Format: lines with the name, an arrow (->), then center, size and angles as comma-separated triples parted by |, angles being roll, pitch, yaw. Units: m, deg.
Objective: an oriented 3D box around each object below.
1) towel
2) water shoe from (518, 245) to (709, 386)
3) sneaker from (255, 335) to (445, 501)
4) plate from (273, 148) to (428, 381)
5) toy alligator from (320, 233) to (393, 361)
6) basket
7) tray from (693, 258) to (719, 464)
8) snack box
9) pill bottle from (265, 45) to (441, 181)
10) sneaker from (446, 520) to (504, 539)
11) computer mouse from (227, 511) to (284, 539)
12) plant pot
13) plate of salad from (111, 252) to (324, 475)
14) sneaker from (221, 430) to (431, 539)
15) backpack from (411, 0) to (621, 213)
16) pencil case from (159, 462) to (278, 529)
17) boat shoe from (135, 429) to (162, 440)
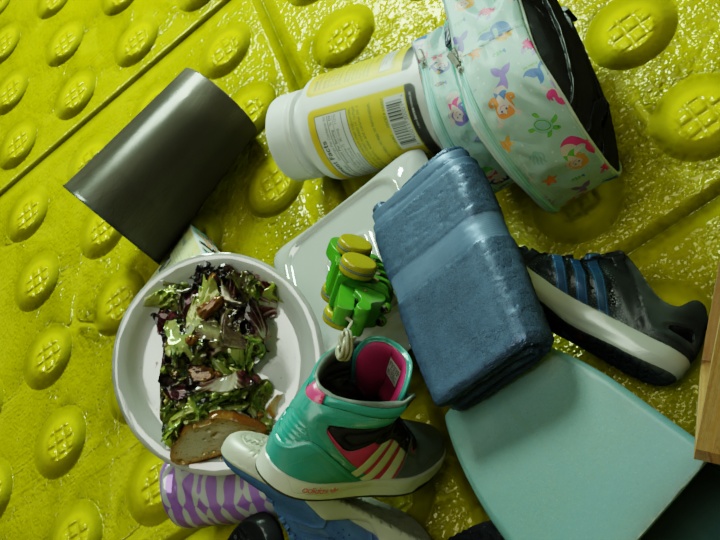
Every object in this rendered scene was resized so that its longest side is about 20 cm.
towel -> 0.077, 0.003, 0.722 | 0.112, 0.048, 0.200 | -38, 49, 28
water shoe -> 0.186, 0.016, 0.756 | 0.200, 0.072, 0.079 | 33, 77, 17
sneaker -> 0.017, 0.113, 0.740 | 0.084, 0.200, 0.121 | 41, 114, 36
plate -> 0.000, 0.000, 0.851 | 0.200, 0.032, 0.200 | -36, 46, 21
toy alligator -> 0.003, 0.024, 0.746 | 0.200, 0.054, 0.059 | -101, 27, -64
basket -> -0.228, -0.128, 1.080 | 0.136, 0.180, 0.200 | 38, 83, 8
tray -> 0.251, 0.047, 0.610 | 0.037, 0.200, 0.099 | 10, 104, 20
snack box -> -0.196, 0.024, 0.996 | 0.116, 0.037, 0.200 | -52, 22, 2
pill bottle -> 0.007, -0.159, 0.950 | 0.200, 0.114, 0.115 | -9, 63, 31
sneaker -> 0.067, 0.283, 0.738 | 0.200, 0.079, 0.066 | -39, 13, -6
computer mouse -> -0.120, 0.299, 0.847 | 0.059, 0.034, 0.200 | 47, 117, 29
plant pot -> 0.165, 0.150, 0.679 | 0.141, 0.141, 0.200 | -50, 41, 3
plate of salad -> -0.131, 0.082, 0.818 | 0.199, 0.048, 0.201 | -1, 83, 10
sneaker -> -0.049, 0.223, 0.765 | 0.111, 0.200, 0.077 | -56, 17, 5
backpack -> 0.143, -0.151, 0.810 | 0.150, 0.177, 0.200 | -32, 51, 20
pencil case -> -0.097, 0.194, 0.868 | 0.200, 0.084, 0.086 | -17, 95, 26
boat shoe -> -0.145, 0.083, 0.874 | 0.074, 0.060, 0.200 | 36, 90, 30
